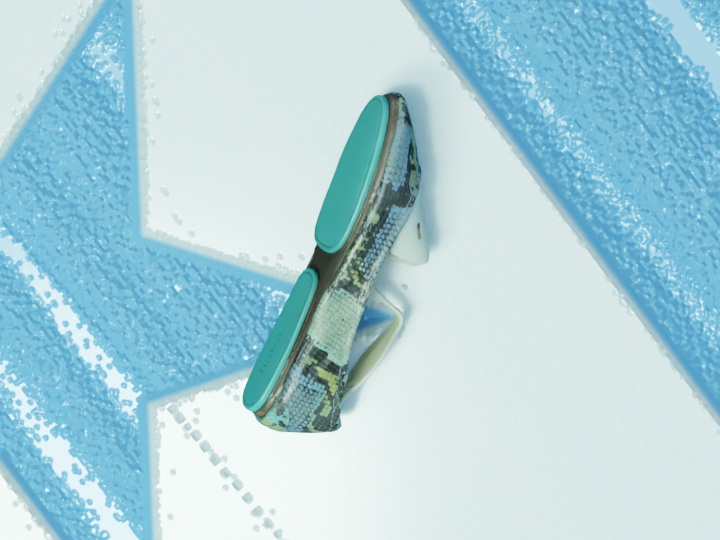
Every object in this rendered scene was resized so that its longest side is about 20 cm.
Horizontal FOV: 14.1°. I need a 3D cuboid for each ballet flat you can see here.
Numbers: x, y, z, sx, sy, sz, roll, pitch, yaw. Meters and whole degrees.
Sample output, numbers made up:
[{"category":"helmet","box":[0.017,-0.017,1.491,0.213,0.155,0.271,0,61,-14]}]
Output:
[{"category":"ballet flat","box":[0.000,0.000,1.623,0.074,0.074,0.201,25,102,4]}]
